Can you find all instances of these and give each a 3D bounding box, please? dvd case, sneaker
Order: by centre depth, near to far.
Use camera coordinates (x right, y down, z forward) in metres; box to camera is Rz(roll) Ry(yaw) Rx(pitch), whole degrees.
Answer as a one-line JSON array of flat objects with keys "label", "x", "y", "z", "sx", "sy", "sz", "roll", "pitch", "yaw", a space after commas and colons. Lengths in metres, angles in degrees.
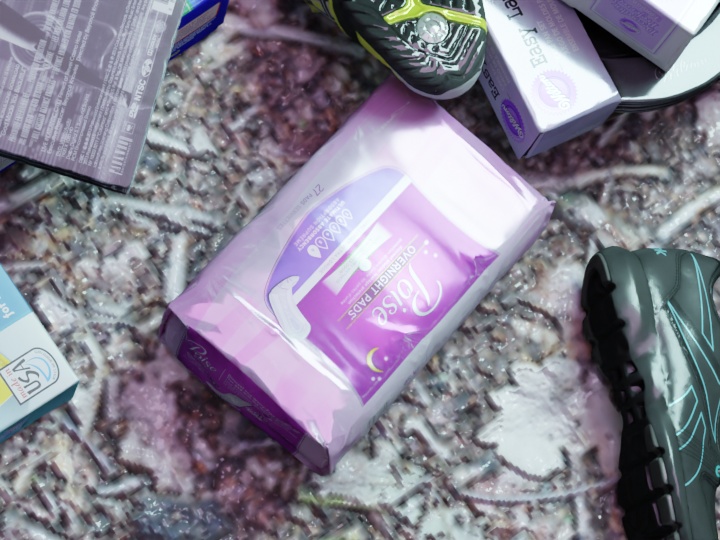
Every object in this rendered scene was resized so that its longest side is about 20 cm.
[{"label": "dvd case", "x": -0.193, "y": -0.137, "z": 1.155, "sx": 0.199, "sy": 0.016, "sz": 0.149, "roll": 17, "pitch": 76, "yaw": -8}, {"label": "sneaker", "x": 0.001, "y": -0.164, "z": 1.229, "sx": 0.075, "sy": 0.076, "sz": 0.200, "roll": -30, "pitch": 64, "yaw": -16}, {"label": "sneaker", "x": 0.178, "y": 0.079, "z": 1.229, "sx": 0.079, "sy": 0.075, "sz": 0.201, "roll": -5, "pitch": 77, "yaw": -16}]

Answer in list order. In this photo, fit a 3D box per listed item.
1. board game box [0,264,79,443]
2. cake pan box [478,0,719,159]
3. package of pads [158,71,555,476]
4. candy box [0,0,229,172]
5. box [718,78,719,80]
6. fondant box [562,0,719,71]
[{"label": "board game box", "x": -0.268, "y": 0.052, "z": 1.150, "sx": 0.200, "sy": 0.047, "sz": 0.151, "roll": -34, "pitch": 84, "yaw": -19}, {"label": "cake pan box", "x": 0.131, "y": -0.179, "z": 1.253, "sx": 0.184, "sy": 0.052, "sz": 0.200, "roll": -23, "pitch": 79, "yaw": -13}, {"label": "package of pads", "x": 0.000, "y": 0.000, "z": 1.209, "sx": 0.120, "sy": 0.076, "sz": 0.200, "roll": 41, "pitch": 70, "yaw": 4}, {"label": "candy box", "x": -0.192, "y": -0.179, "z": 1.214, "sx": 0.169, "sy": 0.077, "sz": 0.200, "roll": -36, "pitch": 84, "yaw": -18}, {"label": "box", "x": 0.185, "y": -0.194, "z": 1.319, "sx": 0.199, "sy": 0.046, "sz": 0.159, "roll": 4, "pitch": 75, "yaw": -11}, {"label": "fondant box", "x": 0.163, "y": -0.229, "z": 1.217, "sx": 0.144, "sy": 0.058, "sz": 0.200, "roll": 35, "pitch": 73, "yaw": 1}]
